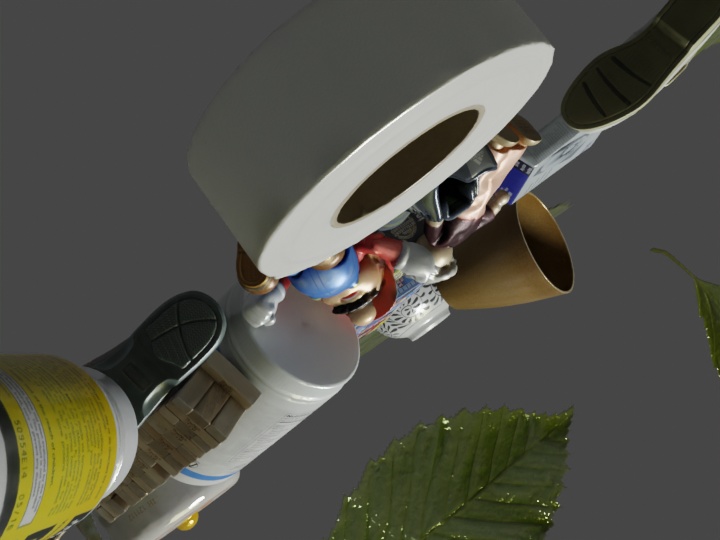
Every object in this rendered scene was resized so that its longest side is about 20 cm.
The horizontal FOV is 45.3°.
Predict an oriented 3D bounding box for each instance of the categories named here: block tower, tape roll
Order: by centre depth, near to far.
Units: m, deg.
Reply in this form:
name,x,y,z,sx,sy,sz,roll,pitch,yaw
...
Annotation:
name,x,y,z,sx,sy,sz,roll,pitch,yaw
tape roll,0.006,-0.082,0.480,0.202,0.071,0.202,-36,172,-6
block tower,-0.169,0.144,0.726,0.200,0.054,0.058,-39,-170,34

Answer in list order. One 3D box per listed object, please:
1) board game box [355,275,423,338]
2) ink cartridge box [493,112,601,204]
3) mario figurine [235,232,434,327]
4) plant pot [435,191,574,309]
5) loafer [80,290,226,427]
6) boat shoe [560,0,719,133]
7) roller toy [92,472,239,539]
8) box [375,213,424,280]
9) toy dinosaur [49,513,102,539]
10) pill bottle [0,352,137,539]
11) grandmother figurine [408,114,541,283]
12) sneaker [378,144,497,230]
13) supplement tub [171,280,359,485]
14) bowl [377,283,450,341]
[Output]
name,x,y,z,sx,sy,sz,roll,pitch,yaw
board game box,-0.025,0.064,1.171,0.200,0.062,0.200,-29,169,-34
ink cartridge box,0.235,-0.147,1.131,0.200,0.041,0.200,-36,171,-3
mario figurine,-0.017,0.011,0.698,0.200,0.123,0.106,19,88,-68
plant pot,0.231,-0.011,1.478,0.200,0.187,0.186,-26,177,30
loafer,-0.187,0.093,0.675,0.200,0.072,0.063,-37,178,-8
boat shoe,0.302,-0.217,0.910,0.200,0.075,0.068,-40,165,18
roller toy,-0.255,0.273,1.120,0.200,0.140,0.182,-28,168,-48
box,0.000,0.000,0.968,0.200,0.049,0.161,-33,167,-25
toy dinosaur,-0.300,0.236,0.893,0.101,0.058,0.200,-32,-151,-2
pill bottle,-0.205,0.101,0.481,0.114,0.114,0.200,-37,171,3
grandmother figurine,0.104,-0.064,0.863,0.121,0.061,0.200,-2,136,-38
sneaker,0.045,-0.067,0.672,0.074,0.081,0.200,-33,171,-18
supplement tub,-0.110,0.099,0.792,0.200,0.132,0.132,-43,169,34
bowl,0.102,0.068,1.590,0.201,0.094,0.201,-35,171,-6
